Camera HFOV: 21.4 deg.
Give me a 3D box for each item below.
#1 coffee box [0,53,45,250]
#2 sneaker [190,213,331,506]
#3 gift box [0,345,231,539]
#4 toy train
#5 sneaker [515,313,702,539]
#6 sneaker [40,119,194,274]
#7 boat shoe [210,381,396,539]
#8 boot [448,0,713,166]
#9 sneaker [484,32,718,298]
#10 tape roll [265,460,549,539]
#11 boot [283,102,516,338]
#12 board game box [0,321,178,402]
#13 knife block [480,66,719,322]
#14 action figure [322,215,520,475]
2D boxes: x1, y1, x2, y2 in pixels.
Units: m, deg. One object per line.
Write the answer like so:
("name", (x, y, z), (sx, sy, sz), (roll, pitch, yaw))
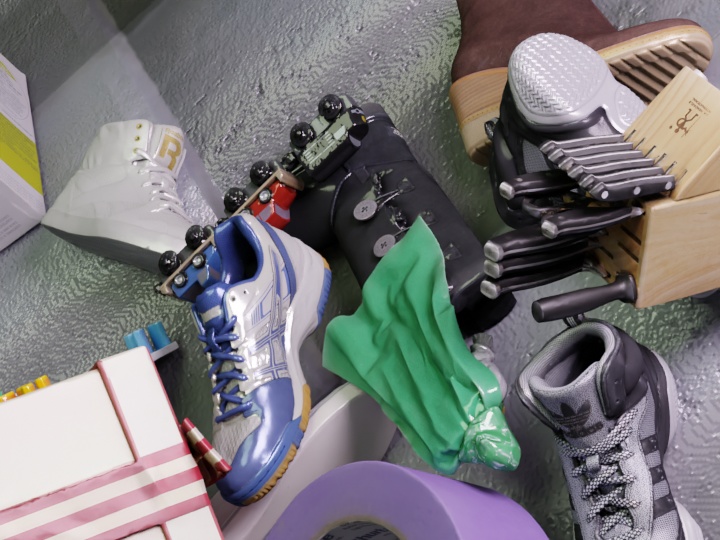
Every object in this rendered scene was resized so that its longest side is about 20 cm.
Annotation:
("coffee box", (-0.411, -0.111, 1.614), (0.199, 0.200, 0.199), (-32, 45, 15))
("sneaker", (-0.080, 0.055, 1.234), (0.075, 0.088, 0.201), (-27, 41, 36))
("gift box", (-0.178, 0.175, 1.163), (0.185, 0.202, 0.184), (-20, -4, -26))
("toy train", (-0.069, -0.043, 1.330), (0.200, 0.034, 0.046), (-43, 63, 15))
("sneaker", (0.136, 0.112, 1.078), (0.075, 0.114, 0.202), (-19, 50, 25))
("sneaker", (-0.163, -0.063, 1.478), (0.199, 0.074, 0.116), (17, 75, 45))
("boat shoe", (-0.055, 0.141, 1.259), (0.201, 0.072, 0.069), (-54, 45, 8))
("boot", (0.144, -0.174, 1.313), (0.199, 0.072, 0.168), (-21, 51, 30))
("sneaker", (0.153, -0.049, 1.220), (0.075, 0.114, 0.201), (-27, 71, -32))
("tape roll", (0.022, 0.215, 1.087), (0.199, 0.085, 0.202), (-22, 60, 43))
("boot", (0.001, -0.001, 1.320), (0.165, 0.065, 0.201), (-45, 50, 14))
("board game box", (-0.257, 0.099, 1.372), (0.199, 0.200, 0.026), (-22, 93, 25))
("knife block", (0.169, -0.017, 1.098), (0.176, 0.200, 0.064), (-48, 44, 5))
("action figure", (0.047, 0.063, 1.149), (0.119, 0.054, 0.200), (-60, 30, 16))
